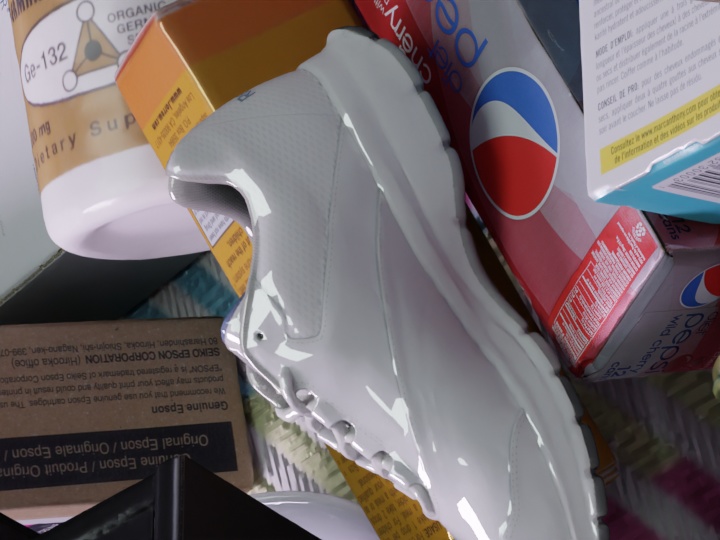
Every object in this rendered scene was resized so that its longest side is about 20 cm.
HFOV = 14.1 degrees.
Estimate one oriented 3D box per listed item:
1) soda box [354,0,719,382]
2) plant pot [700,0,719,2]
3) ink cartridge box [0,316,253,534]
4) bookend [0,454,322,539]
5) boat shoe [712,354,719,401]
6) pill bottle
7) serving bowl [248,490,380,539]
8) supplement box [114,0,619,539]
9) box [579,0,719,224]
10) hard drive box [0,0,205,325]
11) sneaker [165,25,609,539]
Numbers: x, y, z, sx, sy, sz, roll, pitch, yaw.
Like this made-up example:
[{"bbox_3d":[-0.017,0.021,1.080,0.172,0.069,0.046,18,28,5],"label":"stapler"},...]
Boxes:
[{"bbox_3d":[0.061,-0.062,0.896,0.200,0.070,0.063,62,140,30],"label":"soda box"},{"bbox_3d":[0.148,-0.183,0.666,0.177,0.199,0.201,-23,74,43],"label":"plant pot"},{"bbox_3d":[-0.163,0.075,1.155,0.200,0.164,0.075,-22,75,55],"label":"ink cartridge box"},{"bbox_3d":[-0.036,0.137,0.911,0.200,0.092,0.199,-28,45,31],"label":"bookend"},{"bbox_3d":[0.149,-0.005,0.770,0.063,0.073,0.200,61,139,28],"label":"boat shoe"},{"bbox_3d":[-0.072,-0.113,1.047,0.114,0.114,0.201,-25,73,54],"label":"pill bottle"},{"bbox_3d":[-0.035,0.180,1.016,0.200,0.066,0.201,-19,50,25],"label":"serving bowl"},{"bbox_3d":[0.000,0.000,0.940,0.200,0.066,0.069,60,154,8],"label":"supplement box"},{"bbox_3d":[0.101,-0.121,0.812,0.082,0.049,0.201,-29,57,55],"label":"box"},{"bbox_3d":[-0.140,-0.053,1.186,0.200,0.077,0.156,-34,66,52],"label":"hard drive box"},{"bbox_3d":[0.010,0.029,0.869,0.200,0.087,0.075,62,169,14],"label":"sneaker"}]
